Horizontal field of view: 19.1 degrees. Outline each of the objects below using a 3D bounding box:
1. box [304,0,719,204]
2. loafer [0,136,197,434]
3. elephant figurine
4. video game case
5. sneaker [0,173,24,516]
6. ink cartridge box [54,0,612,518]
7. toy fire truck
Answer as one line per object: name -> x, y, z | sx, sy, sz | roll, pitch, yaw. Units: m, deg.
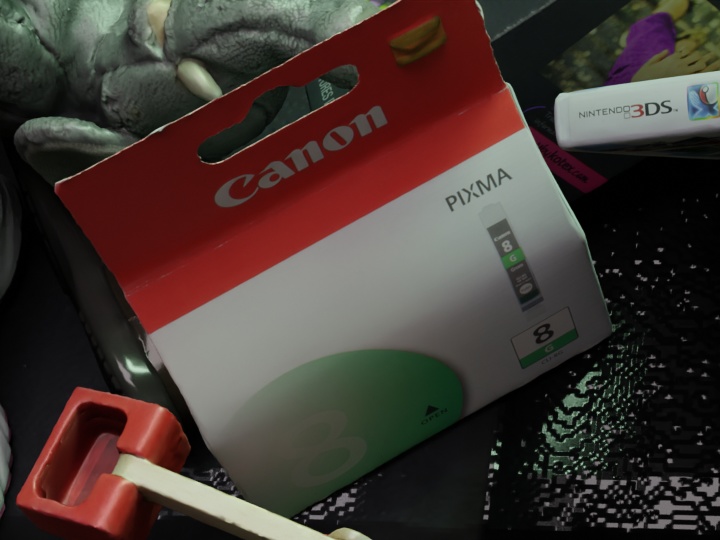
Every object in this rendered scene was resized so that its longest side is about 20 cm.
box -> 0.081, -0.115, 0.839 | 0.200, 0.106, 0.123 | -31, 48, 19
loafer -> -0.096, -0.014, 0.900 | 0.071, 0.073, 0.200 | -23, 60, -10
elephant figurine -> -0.090, -0.080, 0.819 | 0.199, 0.155, 0.142 | 22, 109, -5
video game case -> 0.193, -0.058, 0.741 | 0.182, 0.200, 0.022 | -5, 89, 33
sneaker -> -0.194, 0.032, 0.879 | 0.080, 0.086, 0.201 | -9, 65, 13
ink cartridge box -> 0.000, 0.000, 0.776 | 0.161, 0.200, 0.050 | -29, 58, -1
toy fire truck -> -0.007, 0.114, 0.744 | 0.199, 0.141, 0.049 | 15, 65, 25
